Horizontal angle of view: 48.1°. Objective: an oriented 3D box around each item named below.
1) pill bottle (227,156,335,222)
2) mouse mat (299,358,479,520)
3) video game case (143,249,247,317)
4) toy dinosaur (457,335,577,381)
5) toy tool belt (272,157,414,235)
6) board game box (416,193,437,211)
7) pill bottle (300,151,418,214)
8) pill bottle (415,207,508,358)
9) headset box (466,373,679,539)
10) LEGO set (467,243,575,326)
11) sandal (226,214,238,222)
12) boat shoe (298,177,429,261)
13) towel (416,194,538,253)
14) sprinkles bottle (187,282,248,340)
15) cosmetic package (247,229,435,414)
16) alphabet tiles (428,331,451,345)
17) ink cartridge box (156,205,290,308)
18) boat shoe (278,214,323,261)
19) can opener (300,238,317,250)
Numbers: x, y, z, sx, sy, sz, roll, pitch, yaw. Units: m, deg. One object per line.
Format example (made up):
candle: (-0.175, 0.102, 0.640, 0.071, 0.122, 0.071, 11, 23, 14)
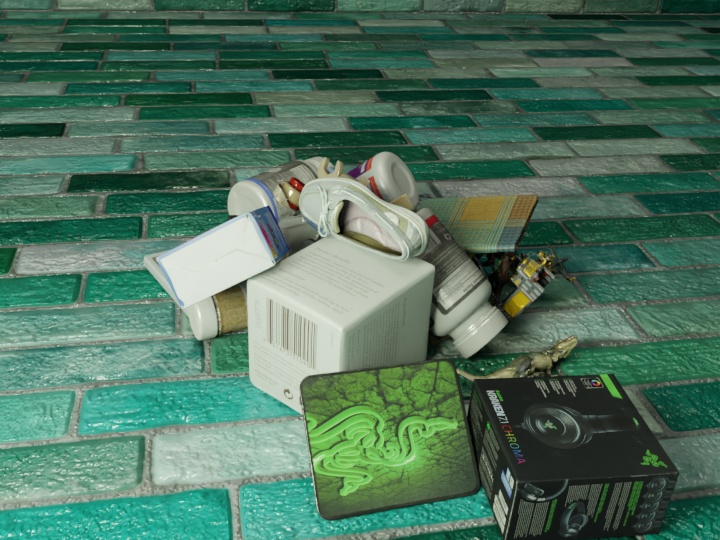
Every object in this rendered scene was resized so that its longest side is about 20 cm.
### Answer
pill bottle: (-0.132, -0.133, 1.454, 0.113, 0.116, 0.199, 24, 35, 32)
mouse mat: (0.034, 0.189, 0.929, 0.196, 0.008, 0.164, -6, 71, -15)
video game case: (-0.229, 0.006, 1.302, 0.180, 0.022, 0.199, -17, 35, -31)
toy dinosaur: (0.229, 0.136, 1.100, 0.196, 0.048, 0.088, -10, 18, -21)
toy tool belt: (-0.024, -0.108, 1.225, 0.199, 0.124, 0.125, 37, 11, 14)
board game box: (0.091, -0.077, 1.435, 0.197, 0.063, 0.199, -17, 36, -32)
pill bottle: (-0.007, -0.107, 1.353, 0.198, 0.113, 0.113, -27, 15, 31)
pill bottle: (0.116, 0.021, 1.146, 0.201, 0.111, 0.110, 51, 43, 5)
headset box: (0.238, 0.210, 0.925, 0.196, 0.094, 0.175, 0, 30, -9)
LEGO set: (0.238, -0.015, 1.242, 0.154, 0.116, 0.199, 51, 39, 13)
sandal: (-0.132, -0.033, 1.325, 0.198, 0.049, 0.076, 24, 18, -11)
boat shoe: (-0.006, -0.066, 1.064, 0.200, 0.076, 0.064, 27, 33, 25)
towel: (0.164, -0.069, 1.245, 0.197, 0.022, 0.147, 0, 37, 30)
sprinkles bottle: (-0.151, 0.049, 1.188, 0.197, 0.069, 0.068, -12, 33, -24)
cosmetic package: (-0.025, 0.071, 1.064, 0.163, 0.168, 0.199, 25, 37, 32)
alphabet tiles: (0.096, 0.019, 1.243, 0.165, 0.008, 0.201, -20, 59, -26)
ink cartridge box: (-0.174, -0.024, 1.077, 0.135, 0.077, 0.200, -25, 4, 4)
boat shoe: (-0.136, -0.028, 1.247, 0.198, 0.075, 0.065, -30, 15, -18)
can opener: (-0.014, 0.022, 1.200, 0.198, 0.068, 0.053, 29, 5, 30)
